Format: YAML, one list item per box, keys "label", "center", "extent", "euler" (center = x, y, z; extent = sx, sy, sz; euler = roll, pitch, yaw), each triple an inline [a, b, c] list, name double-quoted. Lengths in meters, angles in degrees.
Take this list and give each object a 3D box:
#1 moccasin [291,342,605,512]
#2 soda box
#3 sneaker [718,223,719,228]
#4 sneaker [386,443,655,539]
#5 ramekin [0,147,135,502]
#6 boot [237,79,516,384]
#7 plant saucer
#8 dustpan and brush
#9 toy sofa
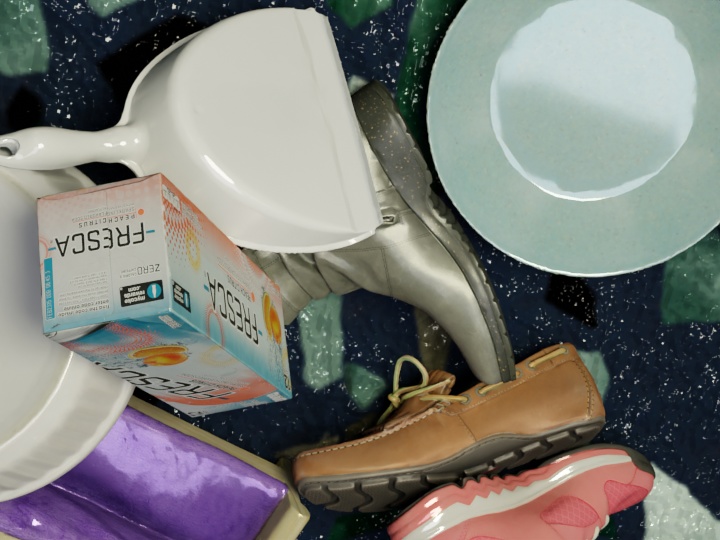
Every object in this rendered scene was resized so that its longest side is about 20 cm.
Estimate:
- label: "moccasin"
  center: [0.051, 0.093, 0.866]
  extent: [0.199, 0.079, 0.074]
  euler: [-19, 158, -8]
- label: "soda box"
  center: [-0.092, 0.020, 0.708]
  extent: [0.063, 0.200, 0.069]
  euler: [-11, 71, 11]
- label: "sneaker"
  center: [0.247, -0.114, 0.829]
  extent: [0.079, 0.071, 0.202]
  euler: [21, 107, -6]
- label: "sneaker"
  center: [0.109, 0.169, 0.874]
  extent: [0.198, 0.088, 0.074]
  euler: [-9, 157, -32]
- label: "ramekin"
  center: [-0.213, 0.023, 0.728]
  extent: [0.199, 0.094, 0.206]
  euler: [0, 85, -2]
- label: "boot"
  center: [0.000, 0.000, 0.826]
  extent: [0.129, 0.068, 0.202]
  euler: [-29, 103, 6]
- label: "plant saucer"
  center: [0.136, -0.097, 0.813]
  extent: [0.198, 0.039, 0.204]
  euler: [0, 112, 1]
- label: "dustpan and brush"
  center: [-0.094, -0.071, 0.730]
  extent: [0.198, 0.057, 0.142]
  euler: [-3, 71, -40]
- label: "toy sofa"
  center: [-0.133, 0.129, 0.830]
  extent: [0.198, 0.098, 0.083]
  euler: [29, 104, -20]
